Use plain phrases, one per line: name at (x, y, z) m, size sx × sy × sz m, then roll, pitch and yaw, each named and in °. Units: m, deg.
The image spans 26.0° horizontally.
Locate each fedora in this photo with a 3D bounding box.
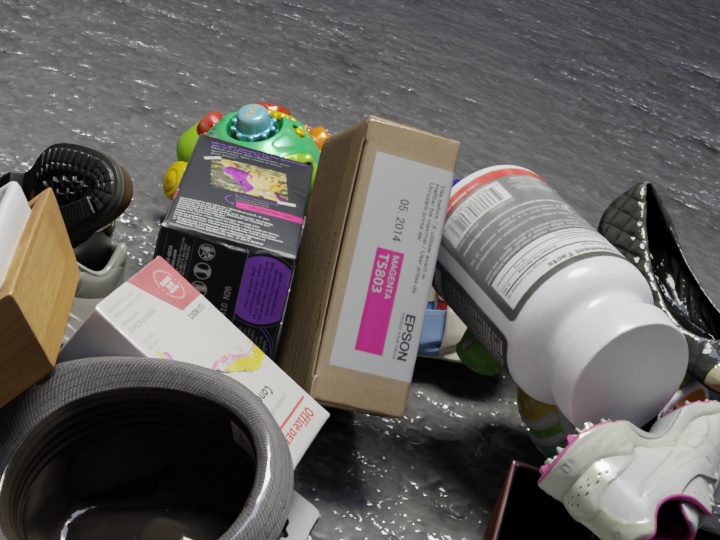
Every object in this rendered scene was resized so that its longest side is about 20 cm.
fedora at (-0.128, 0.141, 0.897) m, size 0.197 × 0.091 × 0.178 m, roll 5°, pitch 46°, yaw 17°

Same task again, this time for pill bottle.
pill bottle at (0.134, 0.021, 1.095) m, size 0.115 × 0.117 × 0.200 m, roll 3°, pitch 31°, yaw -32°

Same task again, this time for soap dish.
soap dish at (-0.259, 0.048, 0.933) m, size 0.081 × 0.199 × 0.158 m, roll 50°, pitch 13°, yaw -21°

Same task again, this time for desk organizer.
desk organizer at (0.178, 0.205, 1.038) m, size 0.198 × 0.078 × 0.072 m, roll 19°, pitch 23°, yaw 1°

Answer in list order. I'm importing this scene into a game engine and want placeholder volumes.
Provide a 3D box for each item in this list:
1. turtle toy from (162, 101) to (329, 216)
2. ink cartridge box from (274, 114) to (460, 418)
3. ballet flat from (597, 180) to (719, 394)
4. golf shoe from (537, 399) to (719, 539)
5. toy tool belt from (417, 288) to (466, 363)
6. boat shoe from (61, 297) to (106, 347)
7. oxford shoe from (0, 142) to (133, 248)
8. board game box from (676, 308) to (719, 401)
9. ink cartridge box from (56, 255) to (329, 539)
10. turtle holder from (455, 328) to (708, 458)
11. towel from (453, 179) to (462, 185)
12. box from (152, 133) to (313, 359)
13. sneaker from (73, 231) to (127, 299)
turtle toy at (-0.103, -0.099, 1.427) m, size 0.145 × 0.102 × 0.199 m, roll 16°, pitch -12°, yaw -37°
ink cartridge box at (0.000, 0.000, 1.139) m, size 0.074 × 0.203 × 0.165 m, roll 14°, pitch -3°, yaw -13°
ballet flat at (0.238, 0.016, 1.162) m, size 0.066 × 0.057 × 0.201 m, roll 2°, pitch 44°, yaw -37°
golf shoe at (0.203, 0.142, 1.027) m, size 0.198 × 0.076 × 0.092 m, roll -7°, pitch 49°, yaw -42°
toy tool belt at (0.039, 0.007, 1.295) m, size 0.198 × 0.125 × 0.125 m, roll 9°, pitch -1°, yaw -22°
boat shoe at (-0.210, 0.059, 1.078) m, size 0.198 × 0.074 × 0.075 m, roll 10°, pitch 29°, yaw -34°
oxford shoe at (-0.221, -0.055, 1.229) m, size 0.084 × 0.074 × 0.199 m, roll 9°, pitch -8°, yaw -34°
board game box at (0.223, 0.047, 1.305) m, size 0.199 × 0.201 × 0.026 m, roll 31°, pitch 69°, yaw 22°
ink cartridge box at (-0.094, 0.094, 1.004) m, size 0.200 × 0.068 × 0.117 m, roll 43°, pitch 22°, yaw -2°
turtle holder at (0.180, 0.083, 1.190) m, size 0.186 × 0.141 × 0.132 m, roll 51°, pitch 10°, yaw 3°
towel at (0.146, -0.034, 1.573) m, size 0.199 × 0.050 × 0.147 m, roll 31°, pitch 27°, yaw 27°
box at (-0.105, -0.010, 1.241) m, size 0.105 × 0.124 × 0.200 m, roll 15°, pitch 23°, yaw -3°
sneaker at (-0.252, 0.012, 1.122) m, size 0.075 × 0.093 × 0.199 m, roll 34°, pitch 29°, yaw 32°
